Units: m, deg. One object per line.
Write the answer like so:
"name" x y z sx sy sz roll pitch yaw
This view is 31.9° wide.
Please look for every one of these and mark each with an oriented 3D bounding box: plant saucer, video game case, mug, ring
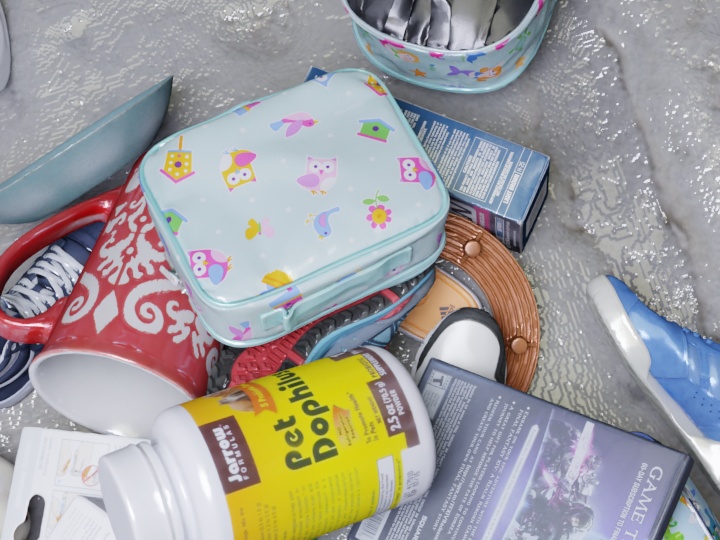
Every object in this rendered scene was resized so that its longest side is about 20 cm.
"plant saucer" -0.222 -0.084 0.991 0.201 0.201 0.039 -32 103 -2
"video game case" 0.101 0.154 0.837 0.200 0.019 0.143 19 78 33
"mug" -0.167 0.003 0.944 0.177 0.133 0.200 35 53 -26
"ring" 0.039 0.052 0.966 0.200 0.019 0.201 0 95 0

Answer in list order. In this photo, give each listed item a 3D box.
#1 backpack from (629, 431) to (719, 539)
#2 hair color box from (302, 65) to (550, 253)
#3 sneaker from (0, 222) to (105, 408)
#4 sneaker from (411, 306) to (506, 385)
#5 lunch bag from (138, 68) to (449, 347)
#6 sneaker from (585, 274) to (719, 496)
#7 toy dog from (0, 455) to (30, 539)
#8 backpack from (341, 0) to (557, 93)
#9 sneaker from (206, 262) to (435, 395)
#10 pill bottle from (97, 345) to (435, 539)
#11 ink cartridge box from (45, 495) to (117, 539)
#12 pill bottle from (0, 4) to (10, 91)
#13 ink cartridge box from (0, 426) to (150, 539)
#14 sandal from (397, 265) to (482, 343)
"backpack" 0.184 0.235 0.873 0.183 0.147 0.200 -35 78 1
"hair color box" 0.046 -0.086 0.992 0.200 0.100 0.061 23 81 12
"sneaker" -0.255 0.019 0.995 0.070 0.109 0.200 34 83 14
"sneaker" 0.060 0.125 0.925 0.074 0.080 0.200 18 94 0
"lunch bag" -0.046 -0.040 0.879 0.200 0.077 0.161 -24 67 -13
"sneaker" 0.263 0.066 0.939 0.111 0.077 0.200 -36 79 3
"toy dog" -0.332 0.225 0.956 0.194 0.140 0.200 33 81 41
"backpack" 0.078 -0.241 1.000 0.177 0.151 0.200 15 71 13
"sneaker" -0.023 0.054 0.929 0.200 0.096 0.079 -39 52 -13
"pill bottle" -0.060 0.124 0.806 0.200 0.109 0.109 -17 73 -23
"ink cartridge box" -0.129 0.250 0.821 0.200 0.068 0.116 32 84 17
"pill bottle" -0.410 -0.189 1.065 0.200 0.111 0.111 -9 75 5
"ink cartridge box" -0.157 0.201 0.899 0.200 0.047 0.160 4 77 13
"sandal" 0.004 -0.007 0.998 0.206 0.059 0.079 26 80 12
